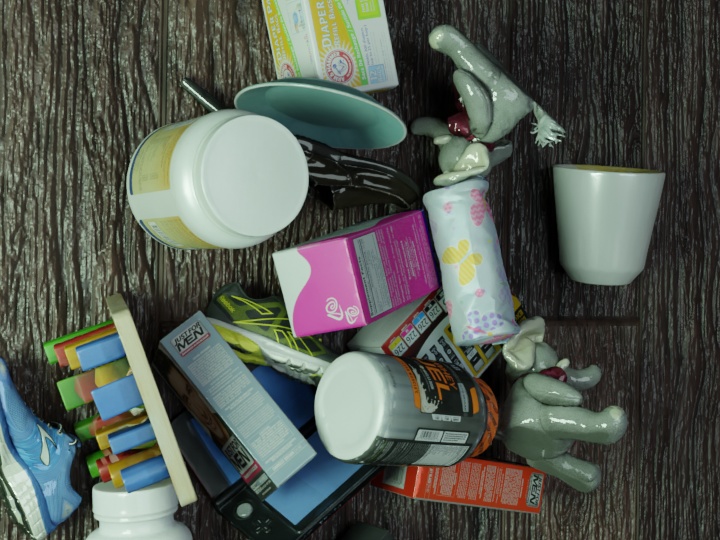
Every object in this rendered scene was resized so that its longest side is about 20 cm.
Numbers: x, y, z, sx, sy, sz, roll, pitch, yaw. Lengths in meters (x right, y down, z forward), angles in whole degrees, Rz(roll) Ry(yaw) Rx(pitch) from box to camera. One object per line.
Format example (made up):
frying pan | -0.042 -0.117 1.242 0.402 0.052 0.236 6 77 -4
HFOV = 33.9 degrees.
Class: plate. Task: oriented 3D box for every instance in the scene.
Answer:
plate | -0.043 -0.181 1.334 0.199 0.200 0.026 17 77 -30

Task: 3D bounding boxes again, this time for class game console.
game console | -0.087 0.197 1.362 0.200 0.172 0.119 -38 135 -25

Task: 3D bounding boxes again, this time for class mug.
mug | 0.347 -0.062 1.609 0.185 0.149 0.155 -1 99 -25

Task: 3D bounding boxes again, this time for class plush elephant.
plush elephant | 0.138 -0.183 1.486 0.200 0.165 0.155 46 106 11
plush elephant | 0.232 0.157 1.468 0.165 0.198 0.155 87 20 -49

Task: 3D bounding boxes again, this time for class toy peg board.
toy peg board | -0.255 0.141 1.218 0.097 0.199 0.201 -21 98 -12

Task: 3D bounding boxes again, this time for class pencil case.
pencil case | 0.133 -0.009 1.416 0.091 0.083 0.202 11 67 -70

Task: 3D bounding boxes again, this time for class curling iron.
curling iron | -0.125 -0.155 1.348 0.200 0.050 0.026 42 87 1

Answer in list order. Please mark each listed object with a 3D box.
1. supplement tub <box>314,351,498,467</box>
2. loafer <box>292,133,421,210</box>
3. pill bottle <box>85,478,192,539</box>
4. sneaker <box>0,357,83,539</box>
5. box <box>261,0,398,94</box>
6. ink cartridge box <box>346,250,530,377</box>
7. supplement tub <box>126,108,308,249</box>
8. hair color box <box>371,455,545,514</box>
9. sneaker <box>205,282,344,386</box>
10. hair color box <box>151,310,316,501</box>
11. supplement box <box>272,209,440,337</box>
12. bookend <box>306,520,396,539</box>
supplement tub | 0.056 0.160 1.335 0.199 0.122 0.124 10 85 -43
loafer | -0.022 -0.104 1.428 0.199 0.073 0.072 17 86 -21
pill bottle | -0.236 0.327 1.266 0.119 0.119 0.202 -4 92 -31
sneaker | -0.347 0.176 1.232 0.089 0.078 0.201 -30 113 -35
box | -0.042 -0.300 1.390 0.112 0.101 0.202 -16 98 -30
ink cartridge box | 0.113 0.093 1.497 0.200 0.084 0.176 -46 112 -23
supplement tub | -0.154 -0.095 1.266 0.143 0.200 0.146 0 91 -31
hair color box | 0.125 0.262 1.496 0.199 0.101 0.062 14 83 -31
sneaker | -0.086 0.072 1.359 0.199 0.074 0.085 20 70 -10
hair color box | -0.141 0.150 1.293 0.061 0.099 0.200 -37 84 -24
supplement box | 0.000 0.000 1.367 0.200 0.101 0.104 -20 98 -59
bookend | -0.042 0.360 1.399 0.199 0.092 0.200 -46 111 -24
